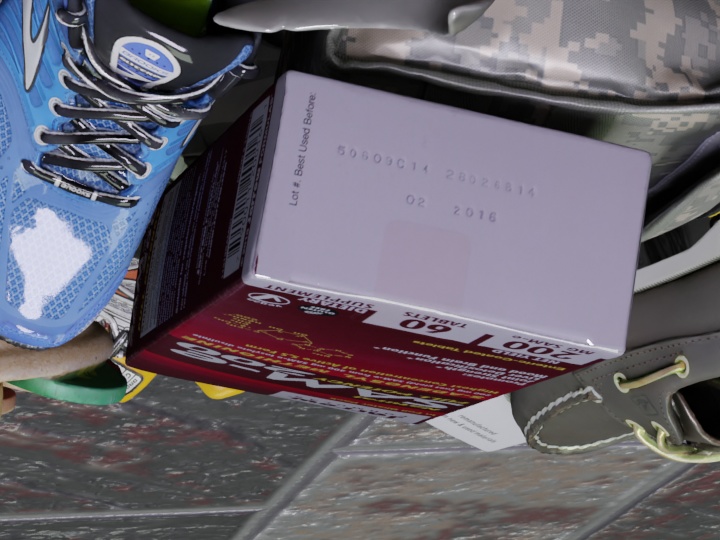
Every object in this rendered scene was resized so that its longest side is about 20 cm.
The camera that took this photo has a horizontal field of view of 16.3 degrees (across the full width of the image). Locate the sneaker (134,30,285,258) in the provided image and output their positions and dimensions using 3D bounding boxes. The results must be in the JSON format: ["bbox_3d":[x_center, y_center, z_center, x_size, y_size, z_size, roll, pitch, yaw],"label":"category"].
[{"bbox_3d":[-0.064,-0.056,0.939,0.200,0.089,0.074,7,147,42],"label":"sneaker"}]

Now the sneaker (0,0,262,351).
[{"bbox_3d":[-0.075,-0.064,0.730,0.078,0.089,0.201,13,111,-16],"label":"sneaker"}]

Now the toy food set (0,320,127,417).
[{"bbox_3d":[-0.181,0.033,0.901,0.199,0.049,0.198,5,-173,33],"label":"toy food set"}]

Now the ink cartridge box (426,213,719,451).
[{"bbox_3d":[0.112,-0.029,0.963,0.199,0.147,0.084,-17,157,24],"label":"ink cartridge box"}]

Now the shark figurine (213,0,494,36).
[{"bbox_3d":[0.035,-0.161,0.635,0.089,0.215,0.128,25,-156,18],"label":"shark figurine"}]

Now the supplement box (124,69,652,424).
[{"bbox_3d":[0.000,0.000,0.758,0.108,0.061,0.200,12,169,-12],"label":"supplement box"}]

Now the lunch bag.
[{"bbox_3d":[0.078,-0.070,0.789,0.199,0.118,0.164,8,168,-9],"label":"lunch bag"}]

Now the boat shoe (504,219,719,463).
[{"bbox_3d":[0.115,0.029,0.839,0.072,0.060,0.202,5,156,-33],"label":"boat shoe"}]

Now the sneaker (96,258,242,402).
[{"bbox_3d":[-0.114,0.011,1.085,0.200,0.082,0.078,10,154,-39],"label":"sneaker"}]
